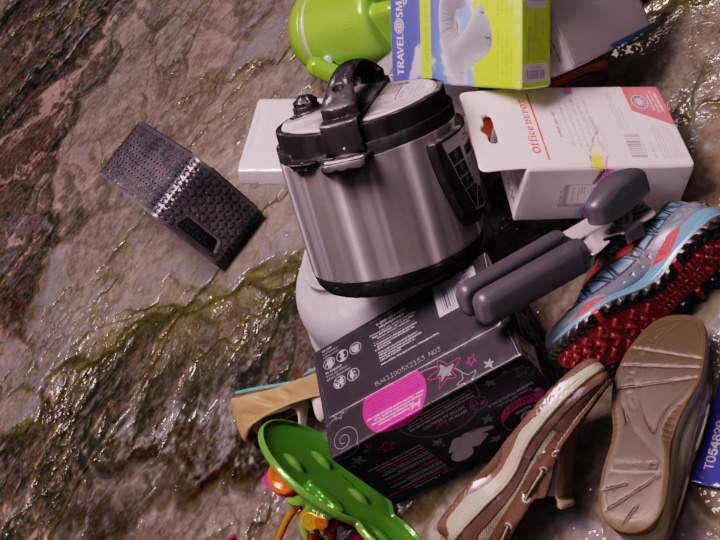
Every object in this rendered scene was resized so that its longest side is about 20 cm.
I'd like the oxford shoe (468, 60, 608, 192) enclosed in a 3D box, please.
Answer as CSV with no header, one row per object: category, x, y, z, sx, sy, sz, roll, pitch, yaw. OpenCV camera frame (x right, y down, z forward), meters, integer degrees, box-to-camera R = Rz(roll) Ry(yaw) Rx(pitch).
oxford shoe,0.187,-0.151,1.147,0.199,0.073,0.071,-34,1,0

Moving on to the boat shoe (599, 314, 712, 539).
boat shoe,0.246,0.131,0.882,0.073,0.063,0.202,-4,53,34

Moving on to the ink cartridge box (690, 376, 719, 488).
ink cartridge box,0.362,0.083,0.822,0.199,0.041,0.201,2,62,42

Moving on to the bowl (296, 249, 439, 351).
bowl,0.000,0.000,1.163,0.200,0.090,0.202,-23,46,27

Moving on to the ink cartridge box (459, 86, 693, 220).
ink cartridge box,0.194,-0.111,1.014,0.198,0.068,0.117,-1,48,-8

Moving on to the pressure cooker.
pressure cooker,0.013,-0.094,1.000,0.178,0.201,0.176,-25,20,-25

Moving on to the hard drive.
hard drive,-0.024,-0.143,1.183,0.198,0.027,0.132,0,44,9

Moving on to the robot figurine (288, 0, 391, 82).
robot figurine,-0.010,-0.317,1.391,0.199,0.116,0.176,-3,57,40

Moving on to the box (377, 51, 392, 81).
box,0.000,-0.152,1.309,0.200,0.048,0.159,-38,43,12

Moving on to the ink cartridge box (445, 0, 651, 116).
ink cartridge box,0.171,-0.234,1.114,0.144,0.085,0.199,-30,9,-37

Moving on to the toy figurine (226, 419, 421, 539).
toy figurine,-0.061,0.274,1.009,0.200,0.150,0.185,39,102,25

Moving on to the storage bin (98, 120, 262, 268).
storage bin,-0.235,-0.101,1.407,0.094,0.135,0.200,-52,41,-4

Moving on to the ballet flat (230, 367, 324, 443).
ballet flat,-0.052,0.138,1.136,0.199,0.068,0.064,-21,71,34

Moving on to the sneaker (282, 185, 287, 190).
sneaker,-0.051,-0.113,1.248,0.200,0.073,0.071,41,118,46

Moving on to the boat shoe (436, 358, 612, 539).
boat shoe,0.154,0.168,0.910,0.075,0.075,0.203,42,107,17

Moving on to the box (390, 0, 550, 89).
box,0.095,-0.240,1.043,0.199,0.047,0.123,14,110,48

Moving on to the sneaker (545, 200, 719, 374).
sneaker,0.241,0.014,0.967,0.200,0.079,0.096,-38,32,0

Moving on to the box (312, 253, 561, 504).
box,0.073,0.103,1.003,0.199,0.115,0.133,-30,43,17

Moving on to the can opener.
can opener,0.168,-0.027,0.930,0.199,0.067,0.053,-28,27,-19
